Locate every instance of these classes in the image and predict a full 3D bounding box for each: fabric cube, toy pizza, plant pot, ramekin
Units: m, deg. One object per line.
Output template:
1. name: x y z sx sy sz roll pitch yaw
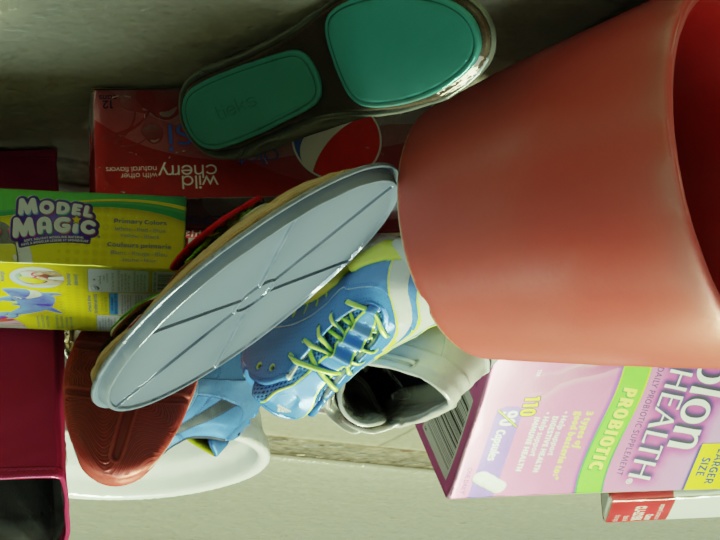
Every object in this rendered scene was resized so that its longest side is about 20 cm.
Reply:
1. fabric cube: -0.274 0.054 1.529 0.200 0.199 0.196 -1 160 -7
2. toy pizza: -0.064 0.002 1.351 0.200 0.032 0.200 -37 169 -8
3. plant pot: 0.129 -0.036 1.343 0.177 0.201 0.200 -12 160 32
4. ramekin: -0.165 0.092 1.815 0.200 0.098 0.200 -3 161 -1

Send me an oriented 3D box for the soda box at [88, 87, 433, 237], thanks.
1. soda box: -0.050 -0.059 1.429 0.200 0.070 0.063 -1 161 -7

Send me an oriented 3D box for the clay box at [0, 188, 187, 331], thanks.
1. clay box: -0.195 -0.006 1.392 0.200 0.048 0.115 4 161 -4

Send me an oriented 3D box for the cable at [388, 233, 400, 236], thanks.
1. cable: 0.000 0.000 1.553 0.097 0.050 0.200 4 132 -4

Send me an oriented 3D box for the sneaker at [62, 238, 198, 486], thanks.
1. sneaker: -0.132 0.064 1.496 0.078 0.200 0.116 8 139 -1

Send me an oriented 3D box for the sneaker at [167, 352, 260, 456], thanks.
1. sneaker: -0.088 0.074 1.718 0.066 0.078 0.200 5 -161 44

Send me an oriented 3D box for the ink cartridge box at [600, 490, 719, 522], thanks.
1. ink cartridge box: 0.269 0.098 1.835 0.200 0.144 0.084 -3 163 1

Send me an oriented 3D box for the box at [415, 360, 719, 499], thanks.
1. box: 0.151 0.046 1.604 0.200 0.097 0.176 0 130 -21

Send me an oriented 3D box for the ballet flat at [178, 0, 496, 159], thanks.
1. ballet flat: -0.006 -0.108 1.333 0.200 0.067 0.064 -16 -175 34

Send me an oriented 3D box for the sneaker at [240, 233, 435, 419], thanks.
1. sneaker: -0.003 0.040 1.468 0.076 0.105 0.200 28 164 -26

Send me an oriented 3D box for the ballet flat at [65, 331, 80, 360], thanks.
1. ballet flat: -0.153 0.014 1.633 0.068 0.068 0.200 4 160 -16

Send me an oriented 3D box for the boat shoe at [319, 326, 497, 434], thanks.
1. boat shoe: 0.006 0.067 1.552 0.200 0.066 0.072 -9 127 51
